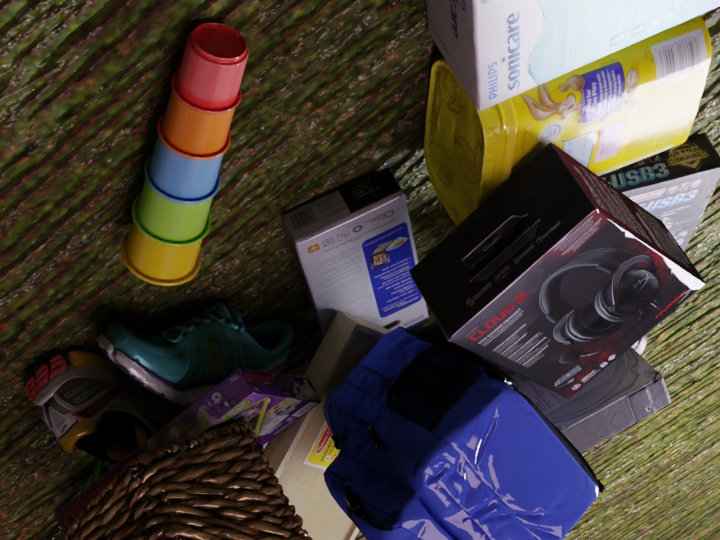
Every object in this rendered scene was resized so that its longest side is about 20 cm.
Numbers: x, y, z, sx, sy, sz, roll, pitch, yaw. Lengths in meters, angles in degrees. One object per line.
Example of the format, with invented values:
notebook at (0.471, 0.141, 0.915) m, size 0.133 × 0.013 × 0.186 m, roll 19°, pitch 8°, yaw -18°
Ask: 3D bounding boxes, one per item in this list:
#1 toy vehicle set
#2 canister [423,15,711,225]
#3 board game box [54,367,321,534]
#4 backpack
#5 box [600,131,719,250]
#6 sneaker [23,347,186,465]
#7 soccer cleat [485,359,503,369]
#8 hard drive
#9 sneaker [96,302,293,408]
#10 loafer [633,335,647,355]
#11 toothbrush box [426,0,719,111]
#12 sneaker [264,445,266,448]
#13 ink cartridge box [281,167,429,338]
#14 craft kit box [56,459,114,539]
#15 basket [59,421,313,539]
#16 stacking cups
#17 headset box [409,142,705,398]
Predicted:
toy vehicle set at (-0.016, 0.142, 1.323) m, size 0.124 × 0.026 × 0.201 m, roll 24°, pitch 96°, yaw -43°
canister at (0.156, -0.124, 1.179) m, size 0.199 × 0.087 × 0.149 m, roll -21°, pitch 147°, yaw -16°
board game box at (-0.136, 0.148, 1.242) m, size 0.200 × 0.032 × 0.120 m, roll -38°, pitch 164°, yaw 15°
backpack at (0.054, 0.141, 1.224) m, size 0.168 × 0.200 × 0.163 m, roll -41°, pitch 119°, yaw -9°
box at (0.208, -0.025, 1.400) m, size 0.199 × 0.050 × 0.199 m, roll -16°, pitch 146°, yaw -20°
sneaker at (-0.184, 0.126, 1.267) m, size 0.078 × 0.082 × 0.199 m, roll -45°, pitch 146°, yaw 24°
soccer cleat at (0.036, 0.099, 1.419) m, size 0.199 × 0.085 × 0.069 m, roll -3°, pitch 99°, yaw -24°
hard drive at (0.167, 0.125, 1.436) m, size 0.199 × 0.140 × 0.038 m, roll -28°, pitch 118°, yaw -5°
sneaker at (-0.130, 0.060, 1.246) m, size 0.199 × 0.077 × 0.080 m, roll 11°, pitch 112°, yaw -53°
loafer at (0.197, 0.107, 1.572) m, size 0.200 × 0.073 × 0.071 m, roll -48°, pitch 141°, yaw 11°
toothbrush box at (0.145, -0.214, 1.038) m, size 0.199 × 0.086 × 0.147 m, roll -25°, pitch 150°, yaw -8°
sneaker at (-0.086, 0.189, 1.432) m, size 0.199 × 0.089 × 0.081 m, roll -4°, pitch 144°, yaw -31°
ink cartridge box at (0.000, 0.000, 1.279) m, size 0.094 × 0.037 × 0.200 m, roll -25°, pitch 147°, yaw -6°
craft kit box at (-0.170, 0.250, 1.415) m, size 0.199 × 0.049 × 0.198 m, roll 16°, pitch 138°, yaw -17°
basket at (-0.138, 0.237, 1.192) m, size 0.142 × 0.150 × 0.200 m, roll -15°, pitch 155°, yaw -38°
stacking cups at (-0.113, -0.076, 1.054) m, size 0.060 × 0.061 × 0.201 m, roll -8°, pitch 142°, yaw -31°
headset box at (0.146, 0.002, 1.179) m, size 0.149 × 0.077 × 0.200 m, roll -42°, pitch 142°, yaw 17°
